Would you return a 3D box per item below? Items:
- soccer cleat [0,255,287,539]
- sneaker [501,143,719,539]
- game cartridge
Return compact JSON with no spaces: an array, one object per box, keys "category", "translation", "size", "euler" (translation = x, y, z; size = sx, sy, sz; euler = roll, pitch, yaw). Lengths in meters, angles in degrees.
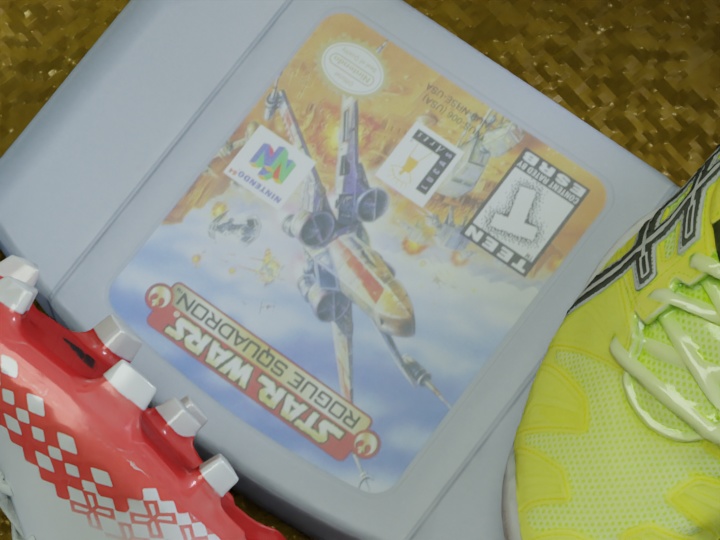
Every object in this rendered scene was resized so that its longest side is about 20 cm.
[{"category":"soccer cleat","translation":[-0.055,0.079,0.701],"size":[0.085,0.069,0.200],"euler":[-44,104,2]},{"category":"sneaker","translation":[0.100,-0.005,0.694],"size":[0.075,0.076,0.200],"euler":[38,92,15]},{"category":"game cartridge","translation":[0.000,0.000,0.770],"size":[0.200,0.042,0.133],"euler":[34,73,16]}]
